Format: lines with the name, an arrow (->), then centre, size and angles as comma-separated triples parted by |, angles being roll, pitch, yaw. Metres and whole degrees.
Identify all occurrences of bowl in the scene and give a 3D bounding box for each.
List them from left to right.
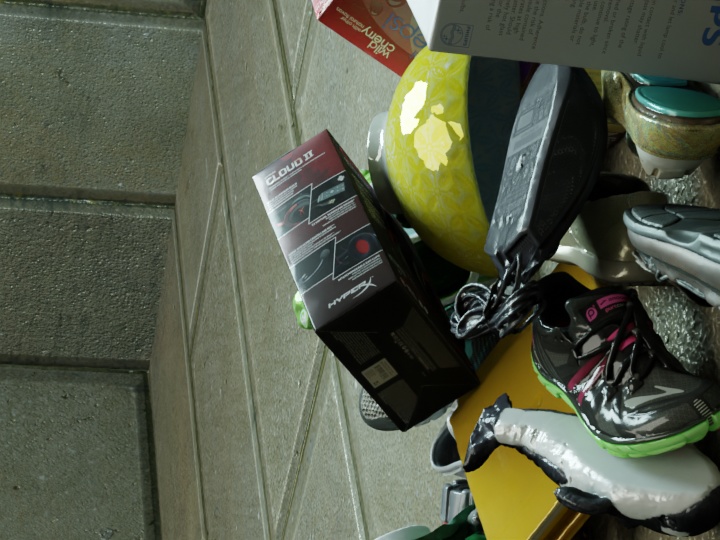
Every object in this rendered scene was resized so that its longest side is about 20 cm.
bowl -> 0.069, -0.088, 1.551 | 0.200, 0.107, 0.202 | -7, -90, -67

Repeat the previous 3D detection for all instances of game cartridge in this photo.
game cartridge -> 0.138, 0.099, 1.445 | 0.177, 0.032, 0.200 | -54, 24, 21

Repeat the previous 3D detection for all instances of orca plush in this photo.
orca plush -> 0.155, 0.143, 1.306 | 0.105, 0.199, 0.072 | -45, -51, -44

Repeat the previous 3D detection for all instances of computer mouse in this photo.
computer mouse -> 0.122, -0.044, 1.344 | 0.138, 0.052, 0.202 | 163, 124, -75

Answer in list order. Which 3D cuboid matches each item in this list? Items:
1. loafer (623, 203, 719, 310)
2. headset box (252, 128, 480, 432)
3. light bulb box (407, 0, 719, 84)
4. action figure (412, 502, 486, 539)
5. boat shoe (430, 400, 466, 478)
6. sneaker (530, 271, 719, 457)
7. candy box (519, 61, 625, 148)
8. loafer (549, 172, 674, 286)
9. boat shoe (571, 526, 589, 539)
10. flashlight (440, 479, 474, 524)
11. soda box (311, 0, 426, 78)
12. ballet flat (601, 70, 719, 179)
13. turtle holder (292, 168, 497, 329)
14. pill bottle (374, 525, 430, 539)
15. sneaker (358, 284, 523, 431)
loafer -> 0.208, 0.000, 1.216 | 0.200, 0.071, 0.063 | -147, 55, -73
headset box -> 0.000, 0.000, 1.544 | 0.149, 0.075, 0.201 | 51, -169, -44
light bulb box -> 0.131, -0.224, 1.310 | 0.199, 0.198, 0.126 | -108, 26, -58
action figure -> 0.093, 0.222, 1.542 | 0.119, 0.055, 0.200 | 57, -154, 0
boat shoe -> 0.104, 0.125, 1.646 | 0.200, 0.068, 0.073 | 128, 143, -69
sneaker -> 0.161, 0.057, 1.291 | 0.200, 0.076, 0.084 | 32, 144, 56
candy box -> 0.157, -0.187, 1.515 | 0.117, 0.056, 0.202 | 128, 145, -71
loafer -> 0.168, -0.035, 1.402 | 0.200, 0.075, 0.069 | -154, 69, -66
boat shoe -> 0.138, 0.211, 1.474 | 0.070, 0.070, 0.201 | 102, 158, -61
flashlight -> 0.093, 0.275, 1.661 | 0.068, 0.067, 0.202 | -156, 70, -78
soda box -> 0.054, -0.187, 1.645 | 0.064, 0.199, 0.070 | -50, 25, 18
ballet flat -> 0.195, -0.094, 1.302 | 0.200, 0.070, 0.071 | -106, 22, -70
turtle holder -> 0.035, -0.022, 1.712 | 0.132, 0.184, 0.142 | -101, 13, -69
pill bottle -> 0.061, 0.304, 1.573 | 0.201, 0.112, 0.113 | 64, 155, 23
sneaker -> 0.055, 0.071, 1.650 | 0.200, 0.091, 0.078 | -40, 68, 36
